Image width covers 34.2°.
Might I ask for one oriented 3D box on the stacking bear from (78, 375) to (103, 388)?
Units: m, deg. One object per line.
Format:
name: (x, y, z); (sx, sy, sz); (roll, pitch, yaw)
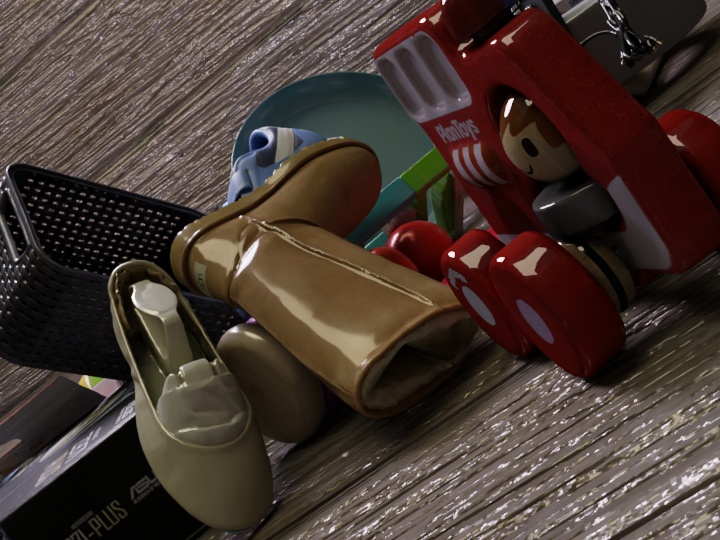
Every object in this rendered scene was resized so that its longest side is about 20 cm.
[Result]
stacking bear: (-0.222, 0.123, 1.089); (0.200, 0.114, 0.121); (-49, 4, 7)

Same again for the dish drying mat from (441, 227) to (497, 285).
dish drying mat: (0.123, -0.043, 0.807); (0.077, 0.018, 0.200); (-27, 15, 51)

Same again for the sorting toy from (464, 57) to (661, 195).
sorting toy: (0.176, -0.137, 1.036); (0.199, 0.037, 0.185); (-28, 13, 31)

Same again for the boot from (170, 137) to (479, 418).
boot: (0.001, -0.002, 0.708); (0.175, 0.067, 0.199); (-36, 39, -25)

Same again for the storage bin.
storage bin: (-0.196, 0.009, 0.925); (0.094, 0.199, 0.136); (-56, 44, 23)

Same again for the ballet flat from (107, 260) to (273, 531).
ballet flat: (-0.106, 0.064, 0.693); (0.069, 0.070, 0.200); (-38, 48, 1)

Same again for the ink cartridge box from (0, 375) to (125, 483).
ink cartridge box: (-0.266, 0.156, 0.958); (0.199, 0.045, 0.176); (-37, -36, 8)

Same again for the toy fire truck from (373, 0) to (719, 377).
toy fire truck: (0.078, -0.054, 0.537); (0.112, 0.168, 0.200); (-39, 8, -8)

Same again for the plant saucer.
plant saucer: (-0.010, -0.088, 1.001); (0.200, 0.200, 0.028); (-42, -24, -23)

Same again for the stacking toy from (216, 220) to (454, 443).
stacking toy: (-0.005, 0.026, 0.789); (0.200, 0.086, 0.085); (-40, 8, -39)

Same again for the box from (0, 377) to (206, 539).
box: (-0.179, 0.154, 0.810); (0.163, 0.086, 0.200); (-38, 8, 2)

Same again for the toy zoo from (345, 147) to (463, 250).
toy zoo: (0.000, 0.000, 0.874); (0.200, 0.020, 0.131); (-41, -22, -13)

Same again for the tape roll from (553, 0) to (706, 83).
tape roll: (0.186, -0.195, 0.983); (0.199, 0.066, 0.200); (-33, 12, 8)

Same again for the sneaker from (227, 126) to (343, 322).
sneaker: (-0.071, -0.038, 0.896); (0.201, 0.082, 0.074); (-73, 5, -47)

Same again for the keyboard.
keyboard: (0.145, -0.158, 0.852); (0.127, 0.021, 0.201); (-36, 41, 20)

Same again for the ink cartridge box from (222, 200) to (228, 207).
ink cartridge box: (-0.077, 0.012, 1.027); (0.115, 0.068, 0.202); (-31, 43, 42)
